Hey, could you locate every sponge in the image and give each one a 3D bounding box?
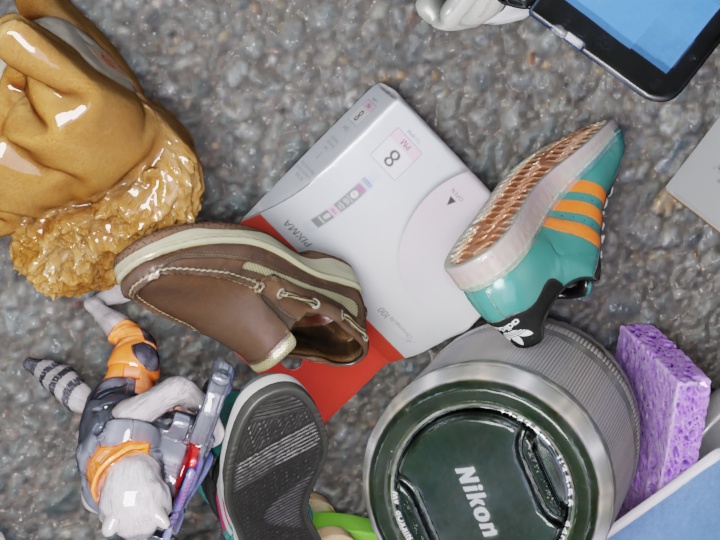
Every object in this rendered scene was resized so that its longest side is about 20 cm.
[{"bbox_3d":[0.203,0.149,1.346,0.030,0.112,0.201,1,111,-16],"label":"sponge"}]

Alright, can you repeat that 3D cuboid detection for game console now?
[{"bbox_3d":[0.174,-0.236,1.134,0.200,0.118,0.171,-50,141,-25],"label":"game console"}]

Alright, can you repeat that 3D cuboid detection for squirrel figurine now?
[{"bbox_3d":[-0.203,-0.049,1.128,0.187,0.142,0.200,-44,115,10],"label":"squirrel figurine"}]

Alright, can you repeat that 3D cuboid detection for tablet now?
[{"bbox_3d":[0.192,0.221,1.297,0.200,0.014,0.130,-33,122,-9],"label":"tablet"}]

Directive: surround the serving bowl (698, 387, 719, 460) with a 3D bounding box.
[{"bbox_3d":[0.301,0.155,1.403,0.199,0.066,0.201,-9,115,-19],"label":"serving bowl"}]

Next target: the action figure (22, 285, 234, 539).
[{"bbox_3d":[-0.157,0.123,1.175,0.104,0.194,0.201,13,107,-21],"label":"action figure"}]

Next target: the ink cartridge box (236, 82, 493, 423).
[{"bbox_3d":[0.000,0.000,1.259,0.200,0.057,0.163,-46,117,-1],"label":"ink cartridge box"}]

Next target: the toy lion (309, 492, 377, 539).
[{"bbox_3d":[-0.010,0.279,1.365,0.191,0.069,0.201,21,103,-31],"label":"toy lion"}]

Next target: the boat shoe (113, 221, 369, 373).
[{"bbox_3d":[-0.062,0.023,1.154,0.202,0.075,0.075,9,143,-47],"label":"boat shoe"}]

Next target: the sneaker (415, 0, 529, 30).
[{"bbox_3d":[0.065,-0.244,1.155,0.081,0.075,0.201,-22,117,-34],"label":"sneaker"}]

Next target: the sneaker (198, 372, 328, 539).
[{"bbox_3d":[-0.070,0.114,1.231,0.083,0.121,0.201,-16,136,-18],"label":"sneaker"}]

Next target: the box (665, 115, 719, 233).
[{"bbox_3d":[0.333,-0.024,1.312,0.200,0.124,0.098,33,99,-25],"label":"box"}]

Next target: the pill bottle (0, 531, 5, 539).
[{"bbox_3d":[-0.333,0.178,1.187,0.199,0.113,0.113,22,103,-24],"label":"pill bottle"}]

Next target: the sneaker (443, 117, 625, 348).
[{"bbox_3d":[0.127,-0.025,1.228,0.080,0.071,0.200,57,47,-15],"label":"sneaker"}]

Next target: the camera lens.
[{"bbox_3d":[0.098,0.121,1.227,0.159,0.200,0.161,3,102,16],"label":"camera lens"}]
